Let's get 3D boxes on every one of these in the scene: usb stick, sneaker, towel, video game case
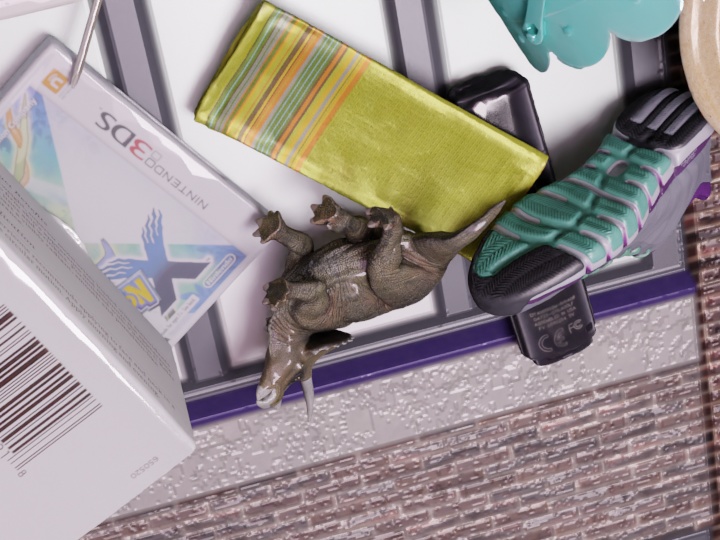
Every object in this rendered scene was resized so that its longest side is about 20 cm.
[{"bbox_3d":[0.102,-0.031,1.058,0.055,0.033,0.200,-23,117,-6],"label":"usb stick"},{"bbox_3d":[0.151,-0.021,1.024,0.200,0.074,0.088,-40,135,-20],"label":"sneaker"},{"bbox_3d":[0.007,-0.078,0.999,0.200,0.018,0.086,27,116,-15],"label":"towel"},{"bbox_3d":[-0.178,-0.009,1.004,0.182,0.022,0.200,39,101,-26],"label":"video game case"}]

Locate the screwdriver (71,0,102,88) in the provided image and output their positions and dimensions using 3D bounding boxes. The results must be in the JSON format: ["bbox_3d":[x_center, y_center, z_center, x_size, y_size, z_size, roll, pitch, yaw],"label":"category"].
[{"bbox_3d":[-0.133,-0.194,0.920,0.029,0.028,0.200,8,108,-49],"label":"screwdriver"}]

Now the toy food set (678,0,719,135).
[{"bbox_3d":[0.263,-0.166,0.999,0.200,0.049,0.198,-30,120,-18],"label":"toy food set"}]

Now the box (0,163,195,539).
[{"bbox_3d":[-0.233,0.063,0.937,0.200,0.131,0.199,-37,117,5],"label":"box"}]

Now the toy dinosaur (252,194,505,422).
[{"bbox_3d":[0.000,0.000,1.014,0.200,0.077,0.102,-34,144,13],"label":"toy dinosaur"}]

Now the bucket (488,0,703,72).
[{"bbox_3d":[0.129,-0.221,0.888,0.207,0.207,0.135,-40,112,6],"label":"bucket"}]

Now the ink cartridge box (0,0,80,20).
[{"bbox_3d":[-0.255,-0.179,0.880,0.199,0.067,0.117,-14,114,-8],"label":"ink cartridge box"}]
